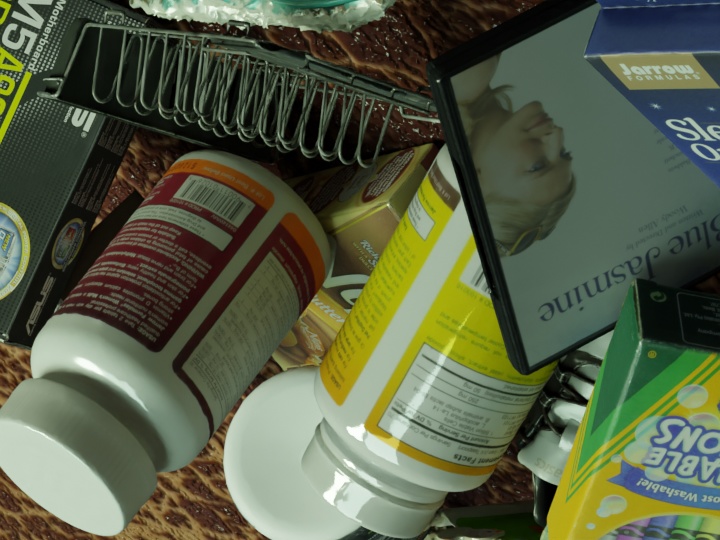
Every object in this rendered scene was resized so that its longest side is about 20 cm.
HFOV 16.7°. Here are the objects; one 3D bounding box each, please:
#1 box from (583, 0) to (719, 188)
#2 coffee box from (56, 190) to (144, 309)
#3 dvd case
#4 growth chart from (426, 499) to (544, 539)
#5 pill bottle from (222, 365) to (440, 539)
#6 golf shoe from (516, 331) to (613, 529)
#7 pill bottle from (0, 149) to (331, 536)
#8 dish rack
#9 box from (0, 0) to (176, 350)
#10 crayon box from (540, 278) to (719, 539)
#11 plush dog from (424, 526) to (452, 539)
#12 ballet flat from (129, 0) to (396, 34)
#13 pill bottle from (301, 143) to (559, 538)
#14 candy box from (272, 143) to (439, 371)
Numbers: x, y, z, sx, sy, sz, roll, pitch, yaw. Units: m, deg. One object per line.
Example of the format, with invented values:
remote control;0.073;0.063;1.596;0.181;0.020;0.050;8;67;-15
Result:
box;0.185;-0.075;1.102;0.121;0.033;0.200;3;154;44
coffee box;-0.131;0.037;1.510;0.114;0.080;0.200;45;167;2
dvd case;0.115;-0.051;1.171;0.018;0.142;0.201;52;166;46
growth chart;0.139;0.157;1.432;0.199;0.144;0.018;7;96;42
pill bottle;-0.008;0.126;1.498;0.106;0.107;0.200;26;175;17
golf shoe;0.132;0.072;1.348;0.077;0.095;0.201;24;145;22
pill bottle;-0.109;0.038;1.332;0.109;0.200;0.110;27;150;17
dish rack;-0.056;-0.092;1.281;0.153;0.055;0.199;13;179;-39
box;-0.217;-0.077;1.411;0.159;0.201;0.044;25;180;22
crayon box;0.173;0.106;1.255;0.125;0.052;0.201;10;129;-7
plush dog;0.115;0.263;1.586;0.199;0.162;0.171;-2;155;45
ballet flat;-0.038;-0.155;1.267;0.199;0.072;0.072;9;139;41
pill bottle;0.047;0.038;1.285;0.109;0.109;0.201;32;109;8
candy box;0.000;0.000;1.421;0.199;0.055;0.116;-10;125;52
